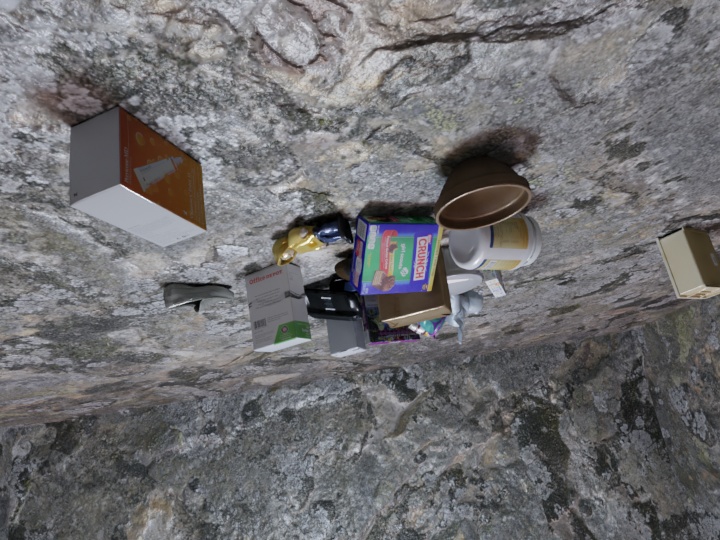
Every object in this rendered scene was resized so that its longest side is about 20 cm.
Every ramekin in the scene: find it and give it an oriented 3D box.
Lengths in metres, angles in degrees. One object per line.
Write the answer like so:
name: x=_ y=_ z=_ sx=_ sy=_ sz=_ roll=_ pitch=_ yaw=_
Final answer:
ramekin: x=0.250 y=0.003 z=1.601 sx=0.195 sy=0.097 sz=0.203 roll=-8 pitch=162 yaw=-3

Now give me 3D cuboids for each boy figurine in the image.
boy figurine: x=-0.119 y=-0.068 z=1.260 sx=0.194 sy=0.066 sz=0.124 roll=-18 pitch=163 yaw=12

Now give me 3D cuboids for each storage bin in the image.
storage bin: x=1.082 y=-0.022 z=1.789 sx=0.193 sy=0.206 sz=0.093 roll=4 pitch=156 yaw=-34

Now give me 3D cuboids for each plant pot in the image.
plant pot: x=0.239 y=-0.165 z=1.120 sx=0.194 sy=0.096 sz=0.202 roll=-10 pitch=162 yaw=-3

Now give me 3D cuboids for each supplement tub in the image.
supplement tub: x=0.327 y=-0.076 z=1.336 sx=0.194 sy=0.149 sz=0.144 roll=1 pitch=159 yaw=-28

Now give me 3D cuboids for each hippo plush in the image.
hippo plush: x=0.338 y=0.096 z=1.839 sx=0.157 sy=0.200 sz=0.163 roll=-22 pitch=135 yaw=-23

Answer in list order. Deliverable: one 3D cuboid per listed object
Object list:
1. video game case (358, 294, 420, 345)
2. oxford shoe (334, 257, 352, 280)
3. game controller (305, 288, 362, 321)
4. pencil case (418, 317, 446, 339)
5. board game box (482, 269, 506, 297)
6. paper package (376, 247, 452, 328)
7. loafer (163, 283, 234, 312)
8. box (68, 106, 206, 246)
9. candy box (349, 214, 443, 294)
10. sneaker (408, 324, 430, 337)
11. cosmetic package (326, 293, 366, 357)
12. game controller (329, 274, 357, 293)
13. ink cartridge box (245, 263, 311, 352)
video game case: x=0.091 y=0.139 z=1.760 sx=0.195 sy=0.187 sz=0.036 roll=0 pitch=161 yaw=-32
oxford shoe: x=0.000 y=0.000 z=1.528 sx=0.082 sy=0.075 sz=0.198 roll=-2 pitch=167 yaw=36
game controller: x=-0.088 y=0.102 z=1.646 sx=0.194 sy=0.107 sz=0.042 roll=2 pitch=-149 yaw=27
pencil case: x=0.164 y=0.115 z=1.672 sx=0.094 sy=0.197 sz=0.085 roll=-60 pitch=167 yaw=12
board game box: x=0.366 y=-0.014 z=1.547 sx=0.033 sy=0.139 sz=0.200 roll=-15 pitch=160 yaw=17
paper package: x=0.133 y=0.028 z=1.447 sx=0.185 sy=0.207 sz=0.103 roll=-14 pitch=161 yaw=17
loafer: x=-0.438 y=0.080 z=1.503 sx=0.195 sy=0.072 sz=0.070 roll=3 pitch=158 yaw=-33
box: x=-0.339 y=-0.136 z=0.860 sx=0.095 sy=0.128 sz=0.200 roll=-15 pitch=161 yaw=17
candy box: x=0.084 y=-0.038 z=1.289 sx=0.194 sy=0.175 sz=0.077 roll=-3 pitch=-157 yaw=-25
sneaker: x=0.194 y=0.111 z=1.767 sx=0.088 sy=0.204 sz=0.076 roll=19 pitch=135 yaw=-15
cosmetic package: x=-0.050 y=0.157 z=1.714 sx=0.099 sy=0.207 sz=0.074 roll=-16 pitch=160 yaw=22
game controller: x=0.002 y=0.036 z=1.650 sx=0.193 sy=0.043 sz=0.105 roll=-7 pitch=161 yaw=-10
ink cartridge box: x=-0.220 y=0.099 z=1.471 sx=0.142 sy=0.207 sz=0.084 roll=-17 pitch=163 yaw=24
